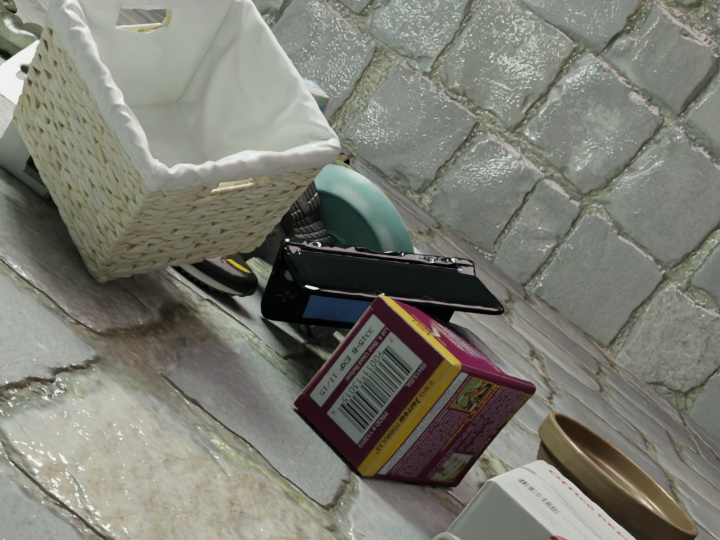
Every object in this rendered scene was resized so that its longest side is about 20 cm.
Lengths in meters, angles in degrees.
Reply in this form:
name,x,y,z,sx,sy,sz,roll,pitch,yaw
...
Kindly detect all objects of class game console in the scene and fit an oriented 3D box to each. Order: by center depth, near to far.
name,x,y,z,sx,sy,sz,roll,pitch,yaw
game console,0.015,0.040,1.352,0.200,0.176,0.116,7,49,-14

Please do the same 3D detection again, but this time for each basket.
name,x,y,z,sx,sy,sz,roll,pitch,yaw
basket,-0.165,-0.122,1.176,0.198,0.161,0.200,-13,65,-42

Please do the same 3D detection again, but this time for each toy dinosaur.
name,x,y,z,sx,sy,sz,roll,pitch,yaw
toy dinosaur,-0.422,-0.288,1.682,0.200,0.077,0.102,41,20,-13

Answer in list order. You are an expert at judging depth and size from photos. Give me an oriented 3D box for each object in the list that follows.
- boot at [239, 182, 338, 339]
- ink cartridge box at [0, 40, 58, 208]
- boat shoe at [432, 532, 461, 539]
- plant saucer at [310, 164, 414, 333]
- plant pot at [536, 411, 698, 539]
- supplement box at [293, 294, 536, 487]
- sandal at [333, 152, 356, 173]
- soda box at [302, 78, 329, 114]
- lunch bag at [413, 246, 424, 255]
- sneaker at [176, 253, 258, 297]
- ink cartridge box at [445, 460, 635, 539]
name,x,y,z,sx,sy,sz,roll,pitch,yaw
boot,-0.092,-0.019,1.503,0.132,0.200,0.070,-10,2,44
ink cartridge box,-0.256,-0.114,1.283,0.200,0.068,0.116,38,33,-4
boat shoe,0.090,0.247,0.947,0.060,0.074,0.200,30,3,-18
plant saucer,-0.027,-0.017,1.507,0.200,0.200,0.027,41,41,17
plant pot,0.258,0.251,1.496,0.201,0.093,0.201,36,8,-6
supplement box,0.054,0.114,1.264,0.103,0.131,0.200,42,9,29
sandal,-0.034,-0.106,1.637,0.057,0.080,0.201,0,20,-23
soda box,-0.106,-0.132,1.639,0.064,0.200,0.068,14,19,-25
lunch bag,0.000,0.000,1.658,0.200,0.122,0.170,39,10,-4
sneaker,-0.171,-0.058,1.379,0.200,0.090,0.070,38,9,6
ink cartridge box,0.164,0.245,1.182,0.147,0.083,0.200,41,10,17
